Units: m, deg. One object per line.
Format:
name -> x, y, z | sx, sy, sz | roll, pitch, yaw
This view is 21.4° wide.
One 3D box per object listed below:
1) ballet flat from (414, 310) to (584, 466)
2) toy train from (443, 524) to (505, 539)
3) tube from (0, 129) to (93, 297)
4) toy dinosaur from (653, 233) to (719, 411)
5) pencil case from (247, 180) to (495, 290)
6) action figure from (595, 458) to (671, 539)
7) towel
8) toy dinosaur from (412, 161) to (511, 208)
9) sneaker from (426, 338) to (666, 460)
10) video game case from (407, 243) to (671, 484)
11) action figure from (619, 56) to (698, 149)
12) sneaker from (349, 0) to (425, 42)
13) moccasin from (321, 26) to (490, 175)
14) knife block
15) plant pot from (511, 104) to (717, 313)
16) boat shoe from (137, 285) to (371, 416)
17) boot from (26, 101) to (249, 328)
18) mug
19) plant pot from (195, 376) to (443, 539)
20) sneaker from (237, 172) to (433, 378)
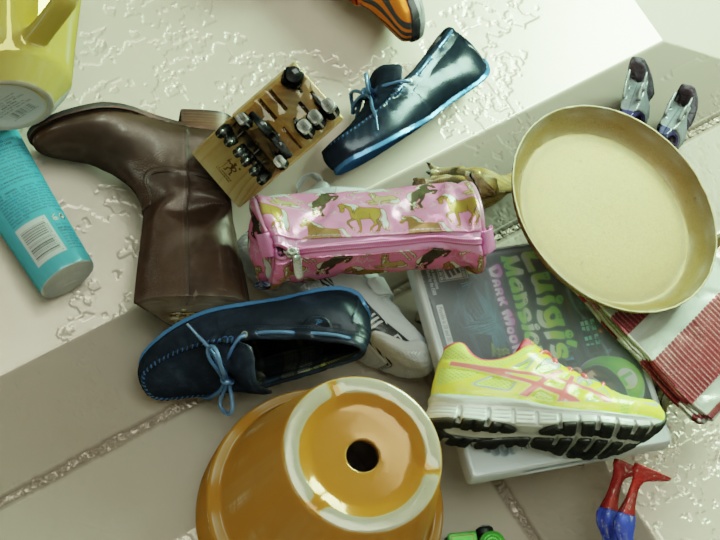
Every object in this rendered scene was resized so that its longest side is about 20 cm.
ballet flat -> 0.115, 0.100, 1.645 | 0.067, 0.068, 0.200 | -35, 74, -4
toy train -> 0.102, 0.307, 1.560 | 0.056, 0.042, 0.200 | -5, 68, -5
tube -> -0.298, -0.070, 1.619 | 0.077, 0.050, 0.200 | -22, 69, -34
toy dinosaur -> 0.269, 0.032, 1.712 | 0.101, 0.058, 0.200 | 30, 71, -18
pencil case -> 0.007, -0.030, 1.574 | 0.200, 0.083, 0.087 | -5, 58, -12
action figure -> 0.225, 0.268, 1.582 | 0.099, 0.065, 0.200 | 24, 83, -15
towel -> 0.264, 0.023, 1.644 | 0.200, 0.023, 0.144 | 47, 55, 4
toy dinosaur -> 0.109, -0.072, 1.700 | 0.101, 0.200, 0.058 | -5, 98, 20
sneaker -> 0.152, 0.097, 1.544 | 0.200, 0.078, 0.090 | 8, 62, -9
video game case -> 0.150, 0.071, 1.610 | 0.182, 0.023, 0.200 | -8, 67, -17
action figure -> 0.245, -0.098, 1.748 | 0.130, 0.069, 0.200 | 20, 56, 11
sneaker -> -0.029, -0.273, 1.763 | 0.112, 0.078, 0.200 | -28, 66, -19
moccasin -> 0.030, -0.154, 1.723 | 0.200, 0.080, 0.068 | -38, 95, -38
knife block -> -0.051, -0.134, 1.575 | 0.064, 0.176, 0.200 | 50, 45, -5
plant pot -> 0.213, -0.049, 1.628 | 0.200, 0.027, 0.200 | 12, 58, -21
boat shoe -> -0.090, 0.066, 1.554 | 0.200, 0.084, 0.069 | -21, 41, 11
boot -> -0.189, -0.041, 1.608 | 0.186, 0.064, 0.200 | -3, 65, -3
mug -> -0.303, -0.212, 1.594 | 0.149, 0.187, 0.153 | -4, 66, -6
plant pot -> -0.018, 0.173, 1.505 | 0.200, 0.183, 0.200 | 5, 66, -12
sneaker -> 0.000, 0.000, 1.644 | 0.200, 0.075, 0.115 | 34, 66, 6
